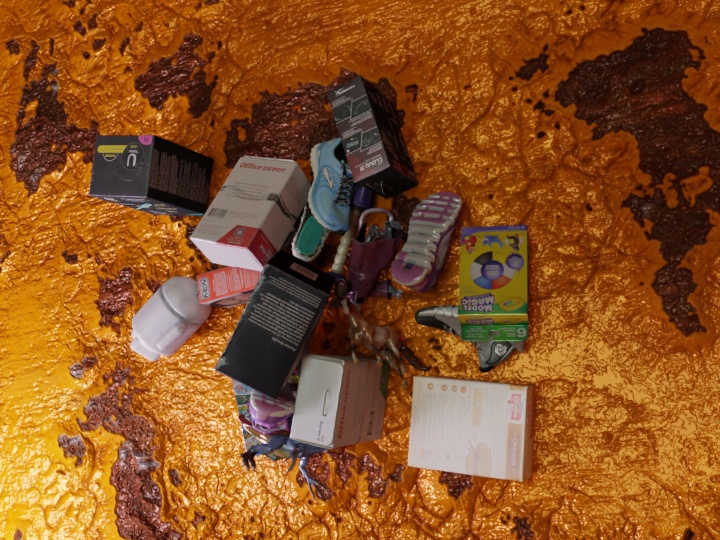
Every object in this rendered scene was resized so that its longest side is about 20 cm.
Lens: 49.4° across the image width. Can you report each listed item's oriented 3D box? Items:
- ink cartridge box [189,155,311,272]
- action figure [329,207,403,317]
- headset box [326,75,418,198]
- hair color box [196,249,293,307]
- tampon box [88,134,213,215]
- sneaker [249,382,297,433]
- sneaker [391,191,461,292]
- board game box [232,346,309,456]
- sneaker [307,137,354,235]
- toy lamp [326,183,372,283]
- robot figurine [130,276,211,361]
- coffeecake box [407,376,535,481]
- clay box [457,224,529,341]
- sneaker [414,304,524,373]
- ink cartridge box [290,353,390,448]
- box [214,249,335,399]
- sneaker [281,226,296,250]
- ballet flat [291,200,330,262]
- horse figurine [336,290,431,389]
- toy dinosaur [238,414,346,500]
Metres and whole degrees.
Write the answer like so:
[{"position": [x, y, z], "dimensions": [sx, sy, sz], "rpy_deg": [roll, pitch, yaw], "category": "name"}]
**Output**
[{"position": [-0.198, -0.107, 1.455], "dimensions": [0.146, 0.083, 0.201], "rpy_deg": [11, 61, 33], "category": "ink cartridge box"}, {"position": [0.000, 0.000, 1.432], "dimensions": [0.149, 0.133, 0.201], "rpy_deg": [-117, 40, -52], "category": "action figure"}, {"position": [0.027, -0.229, 1.423], "dimensions": [0.077, 0.149, 0.201], "rpy_deg": [-21, 76, 21], "category": "headset box"}, {"position": [-0.206, 0.018, 1.525], "dimensions": [0.199, 0.101, 0.062], "rpy_deg": [-15, 77, 23], "category": "hair color box"}, {"position": [-0.422, -0.192, 1.595], "dimensions": [0.149, 0.200, 0.127], "rpy_deg": [4, 85, 24], "category": "tampon box"}, {"position": [-0.156, 0.245, 1.356], "dimensions": [0.080, 0.200, 0.089], "rpy_deg": [25, 92, 0], "category": "sneaker"}, {"position": [0.126, -0.045, 1.390], "dimensions": [0.080, 0.089, 0.201], "rpy_deg": [14, 67, 34], "category": "sneaker"}, {"position": [-0.160, 0.241, 1.496], "dimensions": [0.147, 0.064, 0.201], "rpy_deg": [-18, 77, 21], "category": "board game box"}, {"position": [-0.043, -0.160, 1.428], "dimensions": [0.090, 0.078, 0.201], "rpy_deg": [-25, 60, 38], "category": "sneaker"}, {"position": [-0.021, -0.070, 1.477], "dimensions": [0.058, 0.058, 0.201], "rpy_deg": [17, 93, 25], "category": "toy lamp"}, {"position": [-0.381, 0.092, 1.587], "dimensions": [0.200, 0.113, 0.170], "rpy_deg": [-45, 33, 14], "category": "robot figurine"}, {"position": [0.189, 0.264, 1.327], "dimensions": [0.199, 0.073, 0.154], "rpy_deg": [2, 84, 25], "category": "coffeecake box"}, {"position": [0.223, 0.020, 1.307], "dimensions": [0.114, 0.048, 0.201], "rpy_deg": [-2, 58, 14], "category": "clay box"}, {"position": [0.187, 0.118, 1.348], "dimensions": [0.199, 0.075, 0.116], "rpy_deg": [-2, 85, 23], "category": "sneaker"}, {"position": [-0.030, 0.223, 1.362], "dimensions": [0.087, 0.200, 0.146], "rpy_deg": [6, 87, 24], "category": "ink cartridge box"}, {"position": [-0.139, 0.087, 1.348], "dimensions": [0.123, 0.200, 0.199], "rpy_deg": [28, 98, -2], "category": "box"}, {"position": [-0.221, -0.056, 1.556], "dimensions": [0.200, 0.074, 0.116], "rpy_deg": [-35, 68, 15], "category": "sneaker"}, {"position": [-0.082, -0.098, 1.494], "dimensions": [0.071, 0.072, 0.201], "rpy_deg": [13, 64, 25], "category": "ballet flat"}, {"position": [0.034, 0.130, 1.370], "dimensions": [0.050, 0.200, 0.133], "rpy_deg": [-43, 41, 23], "category": "horse figurine"}, {"position": [-0.121, 0.307, 1.393], "dimensions": [0.181, 0.105, 0.201], "rpy_deg": [-20, 62, 0], "category": "toy dinosaur"}]
